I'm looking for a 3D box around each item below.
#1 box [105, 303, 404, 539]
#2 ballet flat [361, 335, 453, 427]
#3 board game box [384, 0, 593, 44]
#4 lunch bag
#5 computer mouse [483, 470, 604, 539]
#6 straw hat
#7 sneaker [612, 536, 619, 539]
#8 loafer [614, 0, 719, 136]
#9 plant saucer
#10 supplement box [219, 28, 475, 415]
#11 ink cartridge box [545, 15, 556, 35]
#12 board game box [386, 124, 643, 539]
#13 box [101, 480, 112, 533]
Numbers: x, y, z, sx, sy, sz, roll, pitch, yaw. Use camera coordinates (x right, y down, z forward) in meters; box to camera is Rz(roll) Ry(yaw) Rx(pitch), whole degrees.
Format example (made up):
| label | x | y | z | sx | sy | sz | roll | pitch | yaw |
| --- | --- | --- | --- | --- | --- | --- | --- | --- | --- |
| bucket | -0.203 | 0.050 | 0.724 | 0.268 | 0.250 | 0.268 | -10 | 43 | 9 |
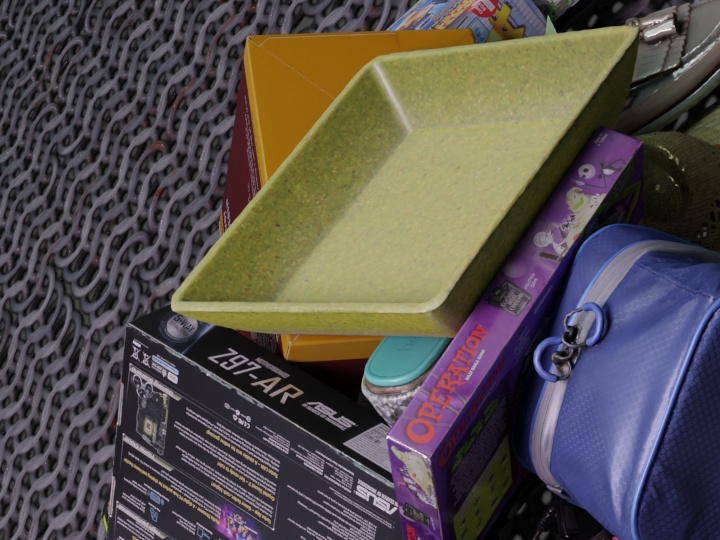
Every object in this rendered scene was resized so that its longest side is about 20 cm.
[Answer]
| label | x | y | z | sx | sy | sz | roll | pitch | yaw |
| --- | --- | --- | --- | --- | --- | --- | --- | --- | --- |
| box | -0.047 | 0.130 | 1.144 | 0.199 | 0.043 | 0.162 | 28 | 124 | 32 |
| ballet flat | 0.067 | 0.012 | 1.113 | 0.072 | 0.072 | 0.201 | -15 | 32 | 51 |
| board game box | 0.094 | -0.162 | 1.361 | 0.200 | 0.062 | 0.200 | -42 | 13 | 0 |
| lunch bag | 0.166 | 0.065 | 1.012 | 0.132 | 0.199 | 0.137 | 31 | 99 | 62 |
| computer mouse | 0.127 | 0.105 | 1.167 | 0.201 | 0.046 | 0.140 | -59 | 10 | -1 |
| straw hat | 0.171 | -0.034 | 1.191 | 0.201 | 0.085 | 0.202 | -36 | 40 | 38 |
| sneaker | 0.117 | 0.224 | 1.040 | 0.074 | 0.080 | 0.202 | 5 | 89 | 60 |
| loafer | 0.146 | -0.110 | 1.300 | 0.200 | 0.063 | 0.072 | -35 | 23 | 40 |
| plant saucer | 0.030 | -0.033 | 1.092 | 0.199 | 0.048 | 0.200 | -1 | 43 | 48 |
| supplement box | 0.000 | 0.000 | 1.264 | 0.201 | 0.131 | 0.199 | 105 | 159 | -58 |
| ink cartridge box | 0.095 | -0.019 | 1.231 | 0.146 | 0.047 | 0.201 | -107 | 13 | -51 |
| board game box | 0.078 | 0.041 | 1.042 | 0.032 | 0.120 | 0.200 | 26 | 60 | 19 |
| box | -0.103 | 0.182 | 1.332 | 0.194 | 0.047 | 0.201 | 110 | 148 | -51 |
